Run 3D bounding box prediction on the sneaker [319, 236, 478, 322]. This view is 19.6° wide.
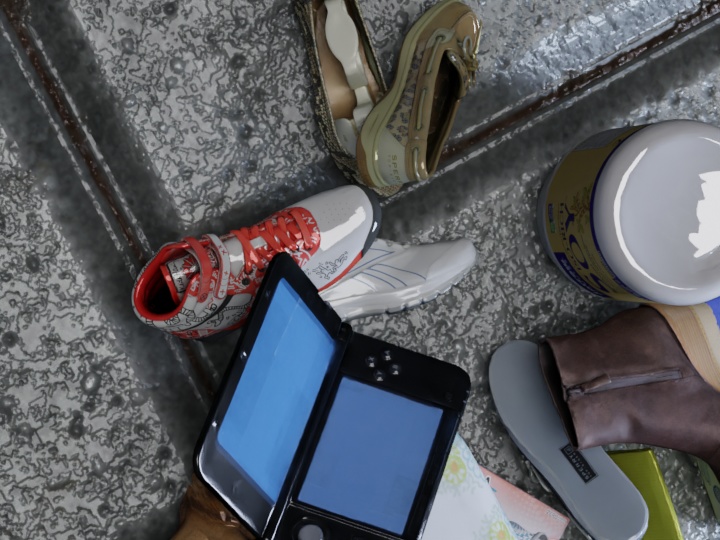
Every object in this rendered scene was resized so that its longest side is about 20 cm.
[{"bbox_3d":[0.000,0.000,1.708,0.200,0.075,0.087,-15,89,-12],"label":"sneaker"}]

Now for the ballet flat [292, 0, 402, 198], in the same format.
[{"bbox_3d":[-0.008,-0.154,1.700,0.068,0.075,0.200,-17,95,-6],"label":"ballet flat"}]

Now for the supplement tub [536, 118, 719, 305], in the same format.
[{"bbox_3d":[0.231,-0.046,1.691,0.145,0.200,0.146,0,90,-13],"label":"supplement tub"}]

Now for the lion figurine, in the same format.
[{"bbox_3d":[-0.136,0.237,1.678,0.200,0.072,0.122,-44,66,-2],"label":"lion figurine"}]

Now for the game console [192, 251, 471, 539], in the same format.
[{"bbox_3d":[-0.016,0.115,1.582,0.176,0.116,0.200,18,61,5],"label":"game console"}]

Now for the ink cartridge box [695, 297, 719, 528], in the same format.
[{"bbox_3d":[0.326,0.117,1.793,0.094,0.044,0.200,-21,95,-13],"label":"ink cartridge box"}]

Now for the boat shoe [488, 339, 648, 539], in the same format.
[{"bbox_3d":[0.172,0.151,1.746,0.074,0.068,0.199,-34,73,-14],"label":"boat shoe"}]

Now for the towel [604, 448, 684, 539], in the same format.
[{"bbox_3d":[0.252,0.245,1.761,0.018,0.086,0.200,-23,96,-36],"label":"towel"}]

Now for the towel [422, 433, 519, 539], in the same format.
[{"bbox_3d":[0.034,0.241,1.654,0.200,0.048,0.171,-33,102,-21],"label":"towel"}]

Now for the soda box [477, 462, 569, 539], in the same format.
[{"bbox_3d":[0.069,0.183,1.729,0.200,0.064,0.068,31,84,-11],"label":"soda box"}]

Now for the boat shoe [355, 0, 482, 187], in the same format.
[{"bbox_3d":[0.061,-0.141,1.684,0.200,0.063,0.073,-64,144,-33],"label":"boat shoe"}]

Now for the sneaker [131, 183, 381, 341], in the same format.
[{"bbox_3d":[-0.084,-0.008,1.629,0.201,0.108,0.067,-31,70,19],"label":"sneaker"}]

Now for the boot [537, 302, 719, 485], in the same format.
[{"bbox_3d":[0.242,0.128,1.703,0.166,0.072,0.200,-15,78,-26],"label":"boot"}]
